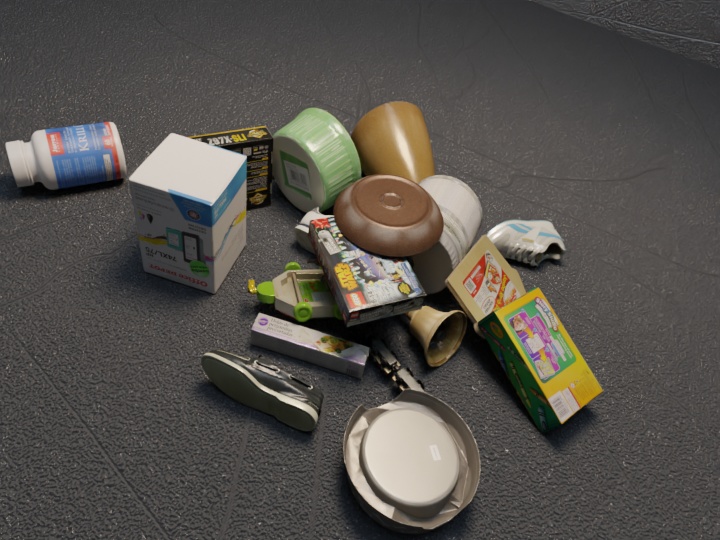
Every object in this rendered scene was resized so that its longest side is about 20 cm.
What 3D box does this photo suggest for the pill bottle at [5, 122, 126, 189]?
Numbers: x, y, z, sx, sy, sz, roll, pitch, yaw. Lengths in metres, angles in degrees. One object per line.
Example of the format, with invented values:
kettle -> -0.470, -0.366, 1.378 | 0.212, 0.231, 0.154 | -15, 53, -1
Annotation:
pill bottle -> -0.574, -0.222, 1.086 | 0.195, 0.114, 0.113 | -17, 50, -28

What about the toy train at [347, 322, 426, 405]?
toy train -> 0.040, 0.147, 0.910 | 0.034, 0.047, 0.200 | -25, 53, -27

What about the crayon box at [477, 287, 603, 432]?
crayon box -> 0.297, 0.143, 0.918 | 0.117, 0.058, 0.203 | -20, 74, -31

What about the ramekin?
ramekin -> -0.101, -0.217, 1.139 | 0.198, 0.203, 0.097 | 37, 55, 23

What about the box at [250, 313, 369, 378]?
box -> -0.083, 0.123, 0.907 | 0.194, 0.042, 0.039 | 16, 44, 4

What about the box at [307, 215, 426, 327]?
box -> 0.006, -0.011, 0.907 | 0.133, 0.040, 0.203 | -11, 52, -21

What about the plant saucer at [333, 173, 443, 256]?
plant saucer -> 0.051, -0.108, 0.949 | 0.194, 0.037, 0.204 | 5, 46, -5

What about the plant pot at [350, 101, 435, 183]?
plant pot -> 0.092, -0.230, 1.224 | 0.181, 0.188, 0.204 | -9, 59, -22

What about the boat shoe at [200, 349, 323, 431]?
boat shoe -> -0.142, 0.163, 0.828 | 0.195, 0.076, 0.067 | 23, 42, 9

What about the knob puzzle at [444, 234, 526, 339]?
knob puzzle -> 0.245, 0.058, 1.012 | 0.215, 0.030, 0.226 | 20, 56, -31

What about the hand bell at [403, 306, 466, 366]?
hand bell -> 0.082, 0.072, 0.985 | 0.103, 0.107, 0.198 | -25, 42, -33

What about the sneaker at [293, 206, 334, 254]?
sneaker -> -0.032, -0.058, 1.067 | 0.197, 0.077, 0.081 | 30, 57, 15

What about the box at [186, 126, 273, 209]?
box -> -0.270, -0.189, 1.091 | 0.195, 0.162, 0.050 | -17, 50, -27

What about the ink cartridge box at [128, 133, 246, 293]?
ink cartridge box -> -0.290, -0.096, 0.962 | 0.143, 0.203, 0.148 | 16, 44, 4

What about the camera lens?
camera lens -> 0.142, -0.075, 1.073 | 0.156, 0.163, 0.201 | 24, 45, 12

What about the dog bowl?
dog bowl -> 0.068, 0.270, 0.782 | 0.194, 0.060, 0.204 | 7, 45, -7

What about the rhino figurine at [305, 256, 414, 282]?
rhino figurine -> 0.000, 0.000, 0.967 | 0.194, 0.061, 0.088 | 11, 27, -4

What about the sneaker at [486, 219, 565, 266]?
sneaker -> 0.343, -0.054, 1.165 | 0.194, 0.078, 0.082 | -9, 49, -19

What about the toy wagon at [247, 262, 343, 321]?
toy wagon -> -0.100, 0.037, 0.969 | 0.194, 0.041, 0.156 | -2, 28, -14
